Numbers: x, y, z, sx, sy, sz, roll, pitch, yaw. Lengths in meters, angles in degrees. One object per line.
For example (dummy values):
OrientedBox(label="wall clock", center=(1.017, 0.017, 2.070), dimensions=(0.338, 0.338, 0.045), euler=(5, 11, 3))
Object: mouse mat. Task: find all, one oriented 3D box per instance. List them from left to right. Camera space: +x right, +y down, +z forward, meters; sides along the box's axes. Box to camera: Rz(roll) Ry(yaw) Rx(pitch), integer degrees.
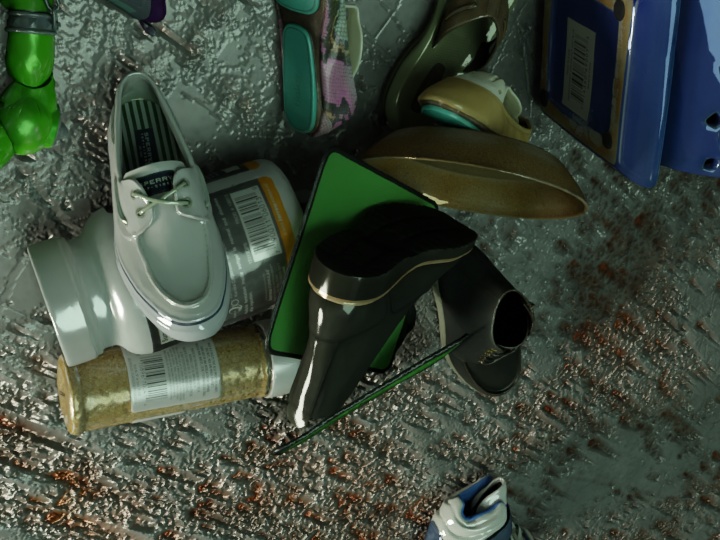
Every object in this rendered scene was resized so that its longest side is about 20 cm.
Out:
OrientedBox(label="mouse mat", center=(0.000, 0.000, 0.785), dimensions=(0.199, 0.007, 0.163), euler=(19, 88, -60))
OrientedBox(label="mouse mat", center=(0.007, 0.118, 0.888), dimensions=(0.199, 0.008, 0.161), euler=(-31, 172, -7))

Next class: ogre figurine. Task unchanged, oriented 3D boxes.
OrientedBox(label="ogre figurine", center=(-0.274, -0.110, 0.624), dimensions=(0.200, 0.097, 0.121), euler=(-43, 122, -39))

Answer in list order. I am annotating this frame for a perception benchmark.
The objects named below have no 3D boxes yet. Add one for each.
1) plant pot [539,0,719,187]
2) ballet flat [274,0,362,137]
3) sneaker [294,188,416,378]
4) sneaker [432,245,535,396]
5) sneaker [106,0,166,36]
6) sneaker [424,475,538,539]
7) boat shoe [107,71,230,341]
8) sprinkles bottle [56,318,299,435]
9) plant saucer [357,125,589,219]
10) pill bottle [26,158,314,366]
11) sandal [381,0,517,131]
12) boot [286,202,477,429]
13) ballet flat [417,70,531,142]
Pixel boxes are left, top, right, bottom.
OrientedBox(label="plant pot", center=(0.262, -0.191, 0.816), dimensions=(0.178, 0.200, 0.202), euler=(-12, 123, -14))
OrientedBox(label="ballet flat", center=(-0.030, -0.199, 0.731), dimensions=(0.071, 0.069, 0.202), euler=(-32, 135, -32))
OrientedBox(label="sneaker", center=(-0.009, 0.013, 0.840), dimensions=(0.201, 0.075, 0.080), euler=(56, 49, -38))
OrientedBox(label="sneaker", center=(0.131, 0.073, 0.949), dimensions=(0.074, 0.106, 0.201), euler=(-32, 128, -9))
OrientedBox(label="sneaker", center=(-0.106, -0.254, 0.656), dimensions=(0.200, 0.075, 0.087), euler=(-41, 143, 10))
OrientedBox(label="sneaker", center=(0.168, 0.306, 1.125), dimensions=(0.198, 0.081, 0.148), euler=(4, 120, -25))
OrientedBox(label="boat shoe", center=(-0.142, -0.049, 0.662), dimensions=(0.073, 0.201, 0.067), euler=(-17, 152, -16))
OrientedBox(label="sprinkles bottle", center=(-0.153, 0.088, 0.823), dimensions=(0.198, 0.068, 0.069), euler=(-8, 121, -25))
OrientedBox(label="plant saucer", center=(0.091, -0.082, 0.797), dimensions=(0.199, 0.199, 0.036), euler=(14, 84, -34))
OrientedBox(label="pill bottle", center=(-0.144, -0.005, 0.743), dimensions=(0.198, 0.116, 0.117), euler=(-20, 126, -17))
OrientedBox(label="sandal", center=(0.090, -0.196, 0.798), dimensions=(0.079, 0.057, 0.202), euler=(17, 108, -35))
OrientedBox(label="boot", center=(0.012, 0.030, 0.764), dimensions=(0.199, 0.077, 0.140), euler=(-19, 133, -51))
OrientedBox(label="ballet flat", center=(0.101, -0.134, 0.809), dimensions=(0.064, 0.068, 0.200), euler=(-67, 158, 0))
